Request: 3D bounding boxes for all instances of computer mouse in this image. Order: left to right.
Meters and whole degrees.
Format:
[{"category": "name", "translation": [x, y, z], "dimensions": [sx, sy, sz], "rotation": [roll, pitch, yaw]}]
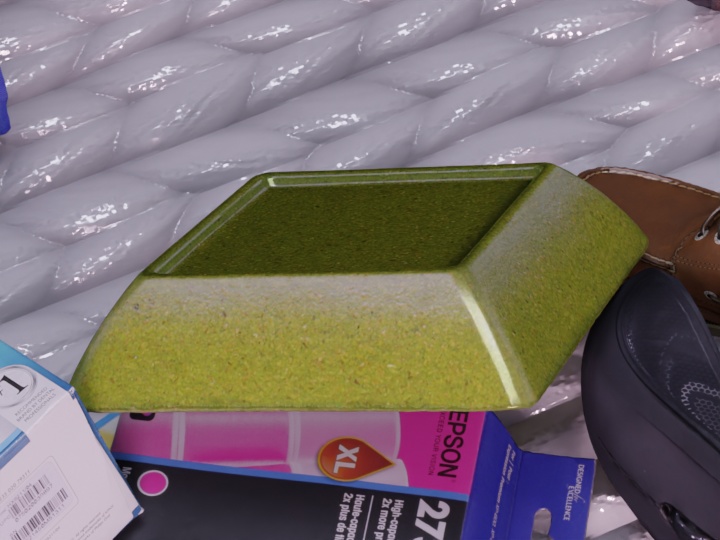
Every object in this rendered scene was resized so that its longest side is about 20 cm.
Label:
[{"category": "computer mouse", "translation": [0.130, 0.077, 1.138], "dimensions": [0.053, 0.139, 0.200], "rotation": [-15, 41, -9]}]

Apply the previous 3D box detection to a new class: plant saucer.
[{"category": "plant saucer", "translation": [0.000, 0.000, 1.168], "dimensions": [0.199, 0.048, 0.200], "rotation": [-1, 19, 20]}]

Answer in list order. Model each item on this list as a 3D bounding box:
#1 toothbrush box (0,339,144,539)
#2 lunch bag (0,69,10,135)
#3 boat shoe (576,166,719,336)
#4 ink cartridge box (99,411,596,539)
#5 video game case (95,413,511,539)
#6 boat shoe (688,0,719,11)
[{"category": "toothbrush box", "translation": [-0.212, 0.080, 1.142], "dimensions": [0.146, 0.085, 0.200], "rotation": [-44, 48, -19]}, {"category": "lunch bag", "translation": [-0.266, -0.116, 1.280], "dimensions": [0.170, 0.200, 0.124], "rotation": [-28, 24, -18]}, {"category": "boat shoe", "translation": [0.173, -0.006, 1.232], "dimensions": [0.200, 0.068, 0.072], "rotation": [25, 57, 23]}, {"category": "ink cartridge box", "translation": [-0.007, 0.096, 1.158], "dimensions": [0.200, 0.037, 0.095], "rotation": [7, 51, 7]}, {"category": "video game case", "translation": [-0.034, 0.116, 1.175], "dimensions": [0.143, 0.018, 0.200], "rotation": [-35, 56, -24]}, {"category": "boat shoe", "translation": [0.201, -0.204, 1.397], "dimensions": [0.065, 0.072, 0.200], "rotation": [11, 57, 6]}]
